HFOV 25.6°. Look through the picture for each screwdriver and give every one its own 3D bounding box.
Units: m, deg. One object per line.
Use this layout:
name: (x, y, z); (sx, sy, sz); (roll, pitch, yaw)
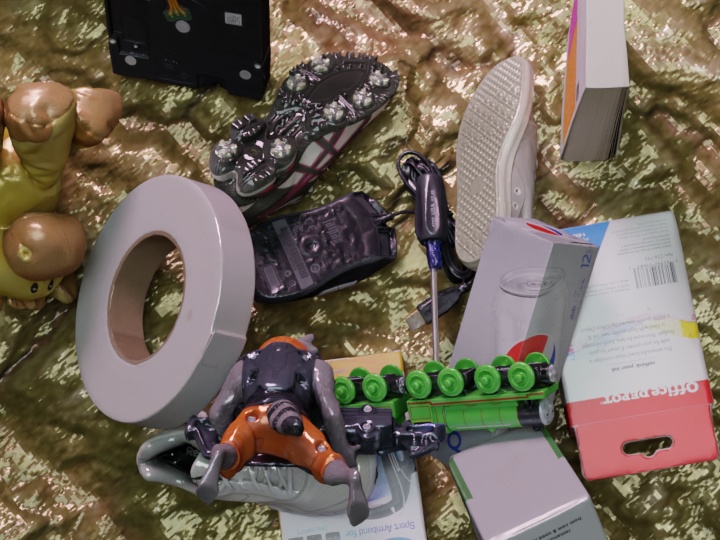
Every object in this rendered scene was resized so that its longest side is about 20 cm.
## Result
screwdriver: (0.063, 0.016, 1.283); (0.029, 0.028, 0.202); (7, 68, -33)

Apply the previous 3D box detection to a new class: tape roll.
tape roll: (-0.159, 0.025, 1.267); (0.202, 0.037, 0.205); (-18, 65, 43)

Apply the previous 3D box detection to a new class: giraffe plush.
giraffe plush: (-0.280, -0.051, 1.290); (0.171, 0.200, 0.164); (-4, 83, -22)

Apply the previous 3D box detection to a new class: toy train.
toy train: (0.062, 0.099, 1.215); (0.198, 0.042, 0.057); (-6, 98, 33)

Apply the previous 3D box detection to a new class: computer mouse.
computer mouse: (0.000, 0.000, 1.322); (0.199, 0.046, 0.141); (-27, 74, -13)

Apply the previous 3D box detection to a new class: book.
book: (0.185, -0.178, 1.262); (0.047, 0.200, 0.135); (-1, 79, 5)

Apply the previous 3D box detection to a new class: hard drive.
hard drive: (-0.143, -0.235, 1.305); (0.138, 0.201, 0.038); (10, 51, 7)

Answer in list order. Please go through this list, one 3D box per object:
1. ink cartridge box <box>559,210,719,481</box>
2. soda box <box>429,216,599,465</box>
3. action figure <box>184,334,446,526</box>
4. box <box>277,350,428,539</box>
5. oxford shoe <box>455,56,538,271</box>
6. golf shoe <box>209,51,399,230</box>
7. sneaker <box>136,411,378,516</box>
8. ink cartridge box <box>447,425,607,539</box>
ink cartridge box: (0.214, 0.064, 1.279); (0.115, 0.067, 0.202); (-9, 78, 3)
soda box: (0.118, 0.063, 1.244); (0.068, 0.063, 0.202); (26, 106, 42)
action figure: (-0.032, 0.105, 1.154); (0.198, 0.194, 0.106); (-3, 116, -4)
box: (-0.010, 0.174, 1.290); (0.118, 0.041, 0.202); (-8, 81, 3)
oxford shoe: (0.120, -0.085, 1.320); (0.057, 0.075, 0.202); (25, 59, -34)
golf shoe: (-0.049, -0.112, 1.336); (0.199, 0.088, 0.077); (-38, 64, -27)
sneaker: (-0.083, 0.155, 1.237); (0.198, 0.081, 0.076); (2, 92, 24)
ink cartridge box: (0.148, 0.234, 1.173); (0.082, 0.147, 0.202); (-24, 110, -1)
